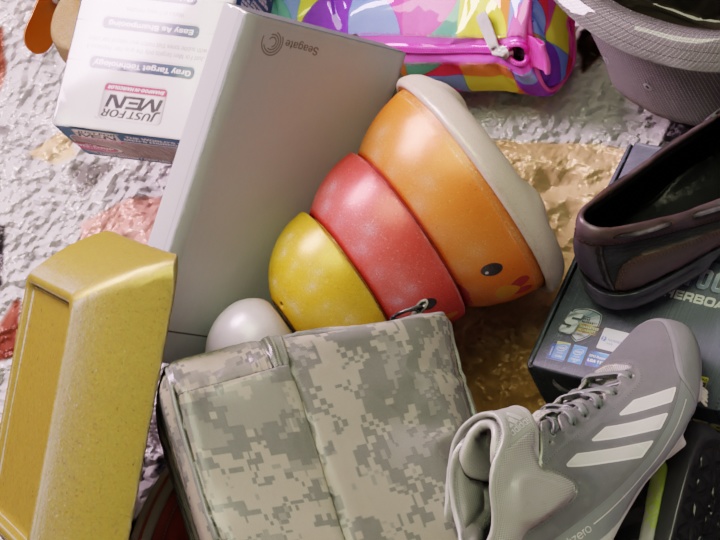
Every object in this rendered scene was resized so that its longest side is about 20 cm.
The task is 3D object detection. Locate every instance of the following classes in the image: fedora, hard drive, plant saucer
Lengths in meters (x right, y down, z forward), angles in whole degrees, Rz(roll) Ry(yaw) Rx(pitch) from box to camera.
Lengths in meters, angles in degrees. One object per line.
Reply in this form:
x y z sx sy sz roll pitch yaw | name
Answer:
0.189 -0.151 1.693 0.177 0.090 0.200 -32 50 -31 | fedora
-0.055 -0.041 1.644 0.027 0.132 0.200 25 100 42 | hard drive
-0.158 0.079 1.586 0.048 0.200 0.200 10 92 -16 | plant saucer

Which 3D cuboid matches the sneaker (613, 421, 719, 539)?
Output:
0.138 0.167 1.539 0.083 0.072 0.200 -3 51 42 | sneaker

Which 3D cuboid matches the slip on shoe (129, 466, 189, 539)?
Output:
-0.066 0.123 1.633 0.061 0.074 0.200 25 64 29 | slip on shoe

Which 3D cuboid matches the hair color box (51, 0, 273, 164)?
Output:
-0.107 -0.166 1.750 0.100 0.061 0.200 8 76 19 | hair color box

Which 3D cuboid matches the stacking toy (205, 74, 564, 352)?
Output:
0.000 0.000 1.631 0.200 0.146 0.146 -36 52 -4 | stacking toy

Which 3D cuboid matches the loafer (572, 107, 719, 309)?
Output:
0.201 -0.054 1.592 0.200 0.063 0.072 -35 50 -8 | loafer

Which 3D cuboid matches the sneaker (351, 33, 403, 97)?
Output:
-0.034 -0.036 1.726 0.090 0.067 0.200 39 95 2 | sneaker

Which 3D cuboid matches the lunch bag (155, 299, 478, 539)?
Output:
-0.004 0.128 1.539 0.168 0.139 0.200 -16 75 -8 | lunch bag

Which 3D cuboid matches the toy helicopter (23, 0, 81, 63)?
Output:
-0.143 -0.202 1.894 0.132 0.079 0.200 -4 45 29 | toy helicopter

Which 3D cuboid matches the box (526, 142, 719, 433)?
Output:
0.212 0.020 1.609 0.200 0.051 0.158 14 62 28 | box

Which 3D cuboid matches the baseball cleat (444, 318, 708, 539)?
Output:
0.109 0.083 1.496 0.070 0.106 0.200 -16 37 46 | baseball cleat

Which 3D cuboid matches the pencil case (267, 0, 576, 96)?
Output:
0.033 -0.147 1.767 0.200 0.088 0.088 2 58 25 | pencil case
